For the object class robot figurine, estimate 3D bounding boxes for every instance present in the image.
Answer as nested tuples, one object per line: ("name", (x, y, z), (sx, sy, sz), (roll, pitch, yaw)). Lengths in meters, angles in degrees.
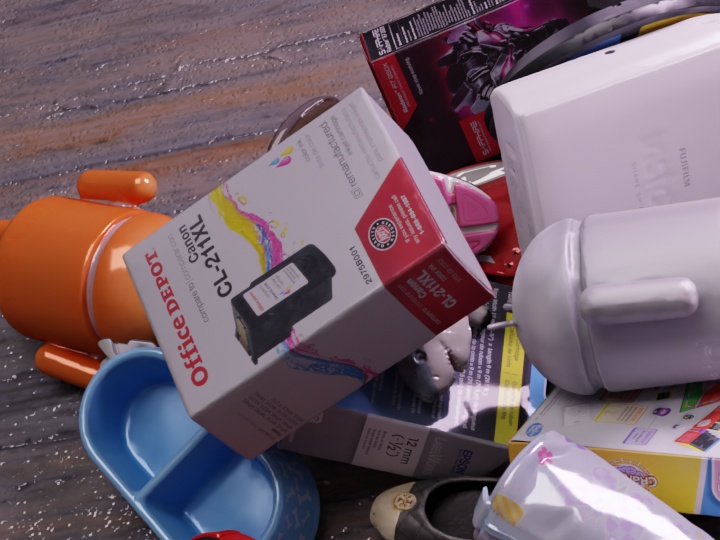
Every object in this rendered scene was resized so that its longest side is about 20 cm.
("robot figurine", (0.182, 0.017, 1.376), (0.199, 0.170, 0.114), (-8, 85, 14))
("robot figurine", (-0.199, 0.008, 1.665), (0.199, 0.117, 0.144), (9, 51, 35))

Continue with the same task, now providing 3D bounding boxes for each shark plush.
("shark plush", (0.000, 0.000, 1.460), (0.200, 0.091, 0.083), (40, 81, 14))

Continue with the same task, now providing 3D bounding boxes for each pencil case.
("pencil case", (0.163, 0.181, 1.284), (0.200, 0.083, 0.091), (37, 55, 17))

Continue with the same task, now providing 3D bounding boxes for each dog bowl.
("dog bowl", (-0.117, 0.132, 1.492), (0.111, 0.050, 0.200), (-45, 66, 2))

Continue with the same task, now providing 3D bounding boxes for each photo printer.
("photo printer", (0.198, -0.078, 1.492), (0.199, 0.167, 0.069), (-19, 28, -13))

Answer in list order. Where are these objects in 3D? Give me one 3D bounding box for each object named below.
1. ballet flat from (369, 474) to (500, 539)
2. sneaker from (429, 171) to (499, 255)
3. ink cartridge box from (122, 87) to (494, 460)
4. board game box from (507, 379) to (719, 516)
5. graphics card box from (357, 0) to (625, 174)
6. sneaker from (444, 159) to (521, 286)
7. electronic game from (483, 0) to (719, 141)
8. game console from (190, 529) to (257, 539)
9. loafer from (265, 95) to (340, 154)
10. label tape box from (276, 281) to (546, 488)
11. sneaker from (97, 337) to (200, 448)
("ballet flat", (0.096, 0.155, 1.413), (0.199, 0.057, 0.067), (0, 50, 27))
("sneaker", (0.004, -0.037, 1.573), (0.199, 0.074, 0.087), (-6, 8, 12))
("ink cartridge box", (-0.037, 0.004, 1.404), (0.200, 0.083, 0.146), (-34, 55, 10))
("board game box", (0.214, 0.099, 1.375), (0.199, 0.041, 0.153), (3, 25, 29))
("graphics card box", (0.113, -0.159, 1.658), (0.199, 0.126, 0.051), (-23, 35, 4))
("sneaker", (0.146, -0.036, 1.575), (0.199, 0.078, 0.116), (-24, 50, 22))
("electronic game", (0.182, -0.143, 1.571), (0.199, 0.200, 0.042), (-24, 75, 4))
("game console", (-0.058, 0.268, 1.351), (0.200, 0.031, 0.178), (18, 94, 40))
("loafer", (-0.043, -0.044, 1.675), (0.071, 0.073, 0.201), (11, 64, 29))
("label tape box", (0.052, 0.072, 1.496), (0.199, 0.066, 0.144), (14, 48, -6))
("sneaker", (-0.098, 0.102, 1.562), (0.199, 0.074, 0.089), (3, 74, 17))
